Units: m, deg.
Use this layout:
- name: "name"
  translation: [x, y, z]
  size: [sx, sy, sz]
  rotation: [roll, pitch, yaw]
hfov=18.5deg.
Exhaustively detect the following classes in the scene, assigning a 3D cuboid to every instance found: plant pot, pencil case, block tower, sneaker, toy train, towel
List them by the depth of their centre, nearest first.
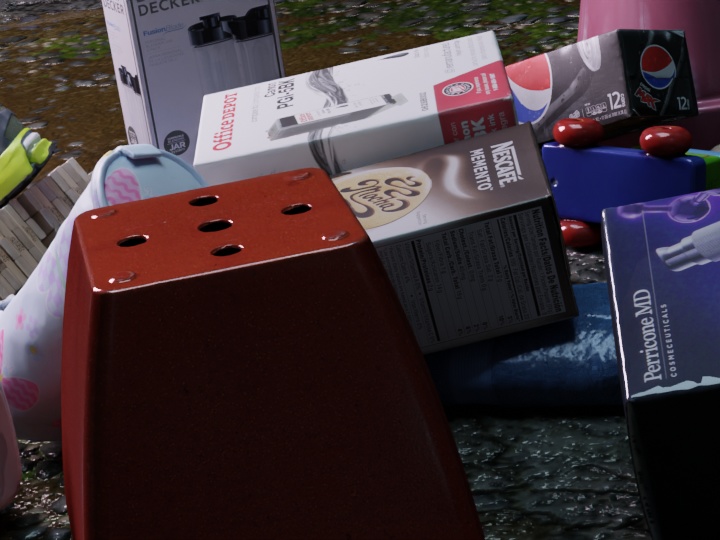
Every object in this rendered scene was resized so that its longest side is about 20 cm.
- name: "plant pot"
  translation: [-0.060, 0.058, 1.117]
  size: [0.198, 0.177, 0.200]
  rotation: [-11, 19, -8]
- name: "pencil case"
  translation: [-0.154, 0.015, 1.258]
  size: [0.083, 0.200, 0.091]
  rotation: [7, 53, -33]
- name: "towel"
  translation: [0.087, 0.042, 1.288]
  size: [0.199, 0.049, 0.112]
  rotation: [-2, 22, 18]
- name: "toy train"
  translation: [0.171, -0.067, 1.517]
  size: [0.199, 0.085, 0.115]
  rotation: [9, 16, 40]
- name: "block tower"
  translation: [-0.241, -0.017, 1.550]
  size: [0.058, 0.054, 0.200]
  rotation: [-40, 3, 28]
- name: "sneaker"
  translation: [-0.310, -0.048, 1.564]
  size: [0.200, 0.081, 0.074]
  rotation: [-41, 3, 6]
- name: "plant pot"
  translation: [0.243, -0.185, 1.655]
  size: [0.199, 0.180, 0.200]
  rotation: [-8, 19, 3]

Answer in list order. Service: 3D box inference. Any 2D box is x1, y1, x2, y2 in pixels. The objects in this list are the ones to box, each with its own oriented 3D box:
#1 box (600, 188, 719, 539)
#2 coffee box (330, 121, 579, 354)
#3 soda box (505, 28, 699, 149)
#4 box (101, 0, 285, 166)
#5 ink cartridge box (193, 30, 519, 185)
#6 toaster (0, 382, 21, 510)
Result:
- name: "box"
  translation: [0.226, 0.035, 1.087]
  size: [0.199, 0.105, 0.148]
  rotation: [-11, 40, 7]
- name: "coffee box"
  translation: [0.017, -0.007, 1.266]
  size: [0.199, 0.080, 0.113]
  rotation: [-15, 24, 4]
- name: "soda box"
  translation: [0.147, -0.122, 1.589]
  size: [0.070, 0.064, 0.200]
  rotation: [-5, -6, -37]
- name: "box"
  translation: [-0.117, -0.134, 1.632]
  size: [0.116, 0.201, 0.060]
  rotation: [-15, 20, -20]
- name: "ink cartridge box"
  translation: [0.000, -0.073, 1.379]
  size: [0.199, 0.083, 0.147]
  rotation: [-12, 22, 3]
- name: "toaster"
  translation: [-0.273, 0.095, 1.202]
  size: [0.199, 0.114, 0.129]
  rotation: [-23, 28, -31]
